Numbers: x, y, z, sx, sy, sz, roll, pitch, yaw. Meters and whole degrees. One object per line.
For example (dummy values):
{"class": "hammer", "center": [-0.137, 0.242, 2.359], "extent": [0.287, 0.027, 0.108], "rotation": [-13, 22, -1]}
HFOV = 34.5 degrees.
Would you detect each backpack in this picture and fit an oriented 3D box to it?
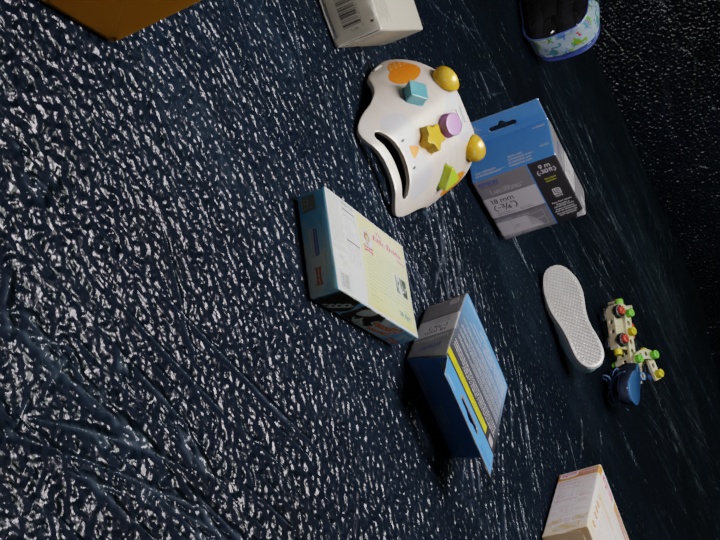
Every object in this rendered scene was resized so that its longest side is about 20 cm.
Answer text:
{"class": "backpack", "center": [0.469, -0.577, 2.676], "extent": [0.147, 0.181, 0.202], "rotation": [49, 36, -43]}

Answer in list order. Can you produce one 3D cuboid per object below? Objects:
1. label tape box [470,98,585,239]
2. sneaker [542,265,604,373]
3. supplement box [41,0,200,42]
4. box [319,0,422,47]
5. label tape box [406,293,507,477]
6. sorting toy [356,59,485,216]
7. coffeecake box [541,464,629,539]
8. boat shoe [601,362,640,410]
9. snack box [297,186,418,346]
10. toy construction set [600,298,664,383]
{"class": "label tape box", "center": [0.254, -0.156, 1.839], "extent": [0.201, 0.143, 0.064], "rotation": [55, 29, -35]}
{"class": "sneaker", "center": [0.370, 0.093, 2.072], "extent": [0.082, 0.073, 0.202], "rotation": [99, -23, -69]}
{"class": "supplement box", "center": [-0.166, -0.323, 0.888], "extent": [0.133, 0.196, 0.202], "rotation": [23, 51, -63]}
{"class": "box", "center": [0.015, -0.343, 1.528], "extent": [0.083, 0.068, 0.200], "rotation": [70, 21, -3]}
{"class": "label tape box", "center": [0.114, 0.139, 1.385], "extent": [0.145, 0.063, 0.200], "rotation": [65, 22, -18]}
{"class": "sorting toy", "center": [0.065, -0.161, 1.501], "extent": [0.180, 0.106, 0.201], "rotation": [-43, 114, -46]}
{"class": "coffeecake box", "center": [0.338, 0.403, 1.706], "extent": [0.155, 0.072, 0.200], "rotation": [68, 22, -9]}
{"class": "boat shoe", "center": [0.521, 0.233, 2.311], "extent": [0.200, 0.068, 0.085], "rotation": [-2, 88, -73]}
{"class": "snack box", "center": [0.000, 0.000, 1.254], "extent": [0.200, 0.037, 0.117], "rotation": [34, 43, -58]}
{"class": "toy construction set", "center": [0.568, 0.138, 2.461], "extent": [0.130, 0.092, 0.202], "rotation": [15, 48, -36]}
